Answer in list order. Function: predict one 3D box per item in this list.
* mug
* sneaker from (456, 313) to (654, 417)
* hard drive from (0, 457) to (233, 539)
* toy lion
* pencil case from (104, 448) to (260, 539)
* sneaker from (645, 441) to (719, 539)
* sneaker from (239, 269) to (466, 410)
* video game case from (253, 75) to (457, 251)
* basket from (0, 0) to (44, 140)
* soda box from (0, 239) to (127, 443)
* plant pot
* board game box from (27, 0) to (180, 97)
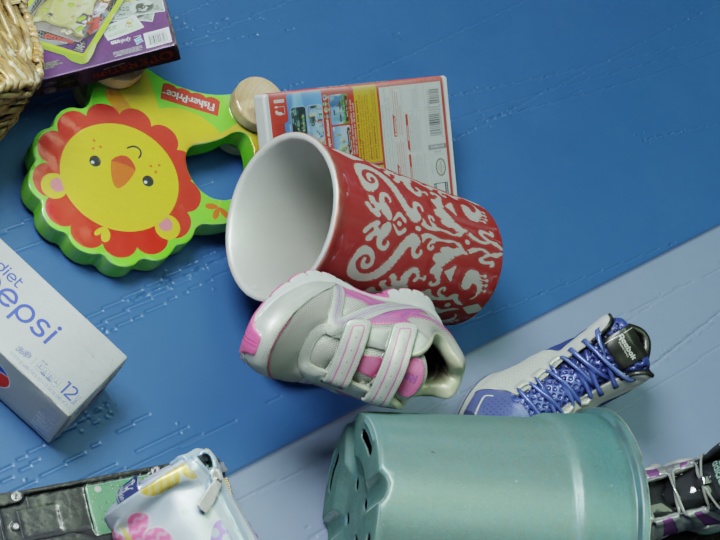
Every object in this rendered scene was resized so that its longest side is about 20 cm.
[{"bbox_3d":[-0.003,-0.010,1.119,0.200,0.178,0.134,13,40,-41],"label":"mug"},{"bbox_3d":[0.180,0.089,1.173,0.199,0.115,0.081,-26,77,-37],"label":"sneaker"},{"bbox_3d":[-0.172,0.213,0.957,0.200,0.038,0.140,-8,68,-31],"label":"hard drive"},{"bbox_3d":[-0.169,-0.083,1.115,0.200,0.069,0.192,15,65,-22],"label":"toy lion"},{"bbox_3d":[-0.087,0.218,0.923,0.200,0.091,0.083,57,13,7],"label":"pencil case"},{"bbox_3d":[0.281,0.181,1.162,0.200,0.140,0.078,-6,68,-32],"label":"sneaker"},{"bbox_3d":[0.004,0.055,1.004,0.200,0.081,0.088,1,27,-41],"label":"sneaker"},{"bbox_3d":[0.002,-0.089,1.186,0.200,0.017,0.143,-12,100,-37],"label":"video game case"},{"bbox_3d":[-0.341,-0.169,1.021,0.143,0.149,0.200,-21,72,-47],"label":"basket"},{"bbox_3d":[-0.268,0.028,0.990,0.200,0.063,0.068,43,53,-2],"label":"soda box"},{"bbox_3d":[0.083,0.190,1.026,0.196,0.200,0.201,9,60,-16],"label":"plant pot"},{"bbox_3d":[-0.252,-0.196,1.087,0.200,0.032,0.120,-14,71,-3],"label":"board game box"}]
